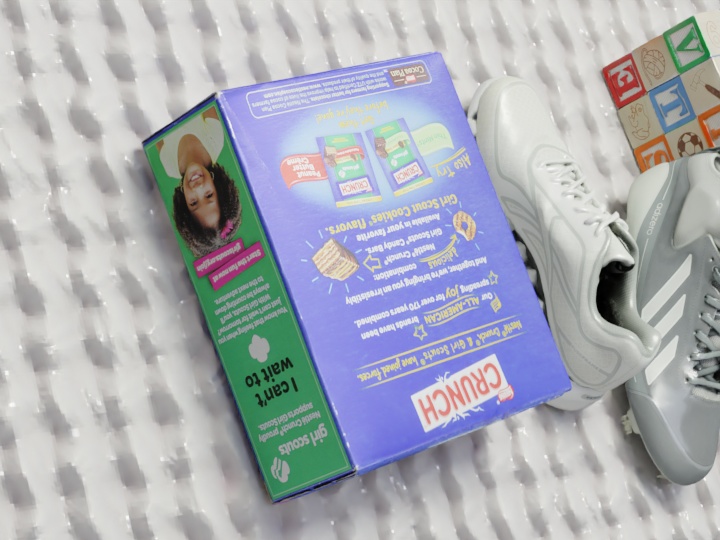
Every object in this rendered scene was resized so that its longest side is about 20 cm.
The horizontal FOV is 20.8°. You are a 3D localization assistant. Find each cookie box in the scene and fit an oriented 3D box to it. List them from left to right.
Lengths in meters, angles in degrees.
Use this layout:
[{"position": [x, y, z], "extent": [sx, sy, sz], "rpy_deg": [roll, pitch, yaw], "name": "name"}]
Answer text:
[{"position": [0.000, 0.000, 1.029], "extent": [0.170, 0.075, 0.202], "rpy_deg": [-15, 81, -43], "name": "cookie box"}]

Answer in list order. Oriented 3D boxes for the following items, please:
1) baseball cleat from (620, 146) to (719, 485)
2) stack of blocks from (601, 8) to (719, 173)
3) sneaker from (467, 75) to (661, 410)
[{"position": [0.204, 0.023, 1.169], "extent": [0.069, 0.106, 0.202], "rpy_deg": [11, 67, -41], "name": "baseball cleat"}, {"position": [0.244, -0.062, 1.232], "extent": [0.058, 0.115, 0.202], "rpy_deg": [-16, 82, -42], "name": "stack of blocks"}, {"position": [0.120, -0.024, 1.139], "extent": [0.075, 0.081, 0.202], "rpy_deg": [-8, 76, -39], "name": "sneaker"}]
